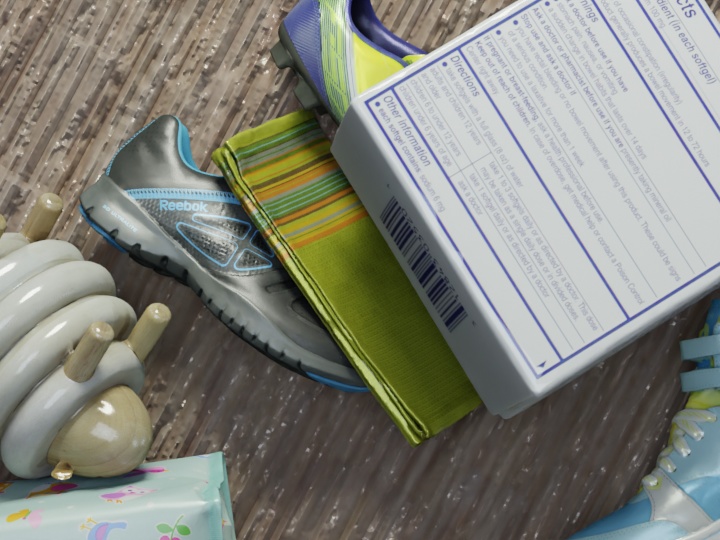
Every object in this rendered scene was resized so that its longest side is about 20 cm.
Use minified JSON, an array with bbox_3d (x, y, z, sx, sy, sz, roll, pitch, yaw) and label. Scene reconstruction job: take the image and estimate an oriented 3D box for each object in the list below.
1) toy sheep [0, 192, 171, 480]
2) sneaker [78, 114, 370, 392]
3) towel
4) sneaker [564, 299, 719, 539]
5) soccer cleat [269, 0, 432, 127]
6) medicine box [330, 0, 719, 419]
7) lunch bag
[{"bbox_3d":[-0.188,0.038,1.435,0.138,0.138,0.200,-43,71,1],"label":"toy sheep"},{"bbox_3d":[-0.061,-0.007,1.456,0.200,0.073,0.082,37,86,3],"label":"sneaker"},{"bbox_3d":[0.000,0.000,1.451,0.018,0.086,0.200,-39,84,42],"label":"towel"},{"bbox_3d":[0.184,0.092,1.432,0.199,0.080,0.131,-22,88,-7],"label":"sneaker"},{"bbox_3d":[0.031,-0.079,1.454,0.084,0.065,0.201,-38,83,11],"label":"soccer cleat"},{"bbox_3d":[0.117,-0.052,1.385,0.199,0.103,0.183,-31,85,-12],"label":"medicine box"},{"bbox_3d":[-0.142,0.216,1.428,0.169,0.122,0.201,-6,100,-1],"label":"lunch bag"}]
